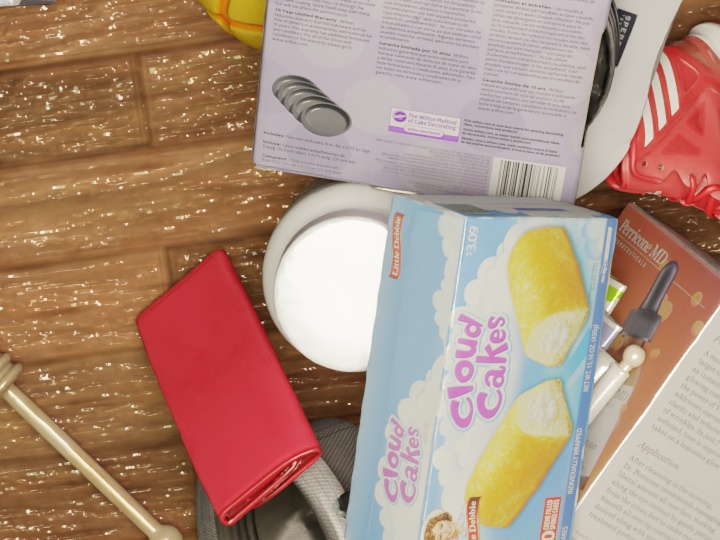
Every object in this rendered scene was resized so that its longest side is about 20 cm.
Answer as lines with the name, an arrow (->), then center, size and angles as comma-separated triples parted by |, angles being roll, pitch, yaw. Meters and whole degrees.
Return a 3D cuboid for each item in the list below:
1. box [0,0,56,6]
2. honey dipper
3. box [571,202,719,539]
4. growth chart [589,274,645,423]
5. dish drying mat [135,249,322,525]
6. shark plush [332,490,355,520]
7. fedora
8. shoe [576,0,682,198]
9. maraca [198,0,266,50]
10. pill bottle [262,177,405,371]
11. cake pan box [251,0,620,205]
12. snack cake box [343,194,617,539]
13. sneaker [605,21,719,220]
box -> -0.251, -0.258, 1.538 | 0.115, 0.132, 0.200 | -1, 97, 5
honey dipper -> -0.189, 0.113, 1.629 | 0.038, 0.038, 0.200 | -44, 96, 7
box -> 0.171, 0.086, 1.531 | 0.106, 0.152, 0.200 | 31, 97, -26
growth chart -> 0.104, 0.037, 1.537 | 0.018, 0.200, 0.145 | 30, 110, -33
dish drying mat -> -0.083, 0.069, 1.549 | 0.077, 0.200, 0.018 | -41, 129, 10
shark plush -> 0.047, 0.176, 1.502 | 0.091, 0.200, 0.083 | 33, 85, 25
fedora -> -0.021, 0.171, 1.580 | 0.090, 0.177, 0.200 | -23, 116, -34
shoe -> 0.145, -0.137, 1.501 | 0.071, 0.091, 0.200 | 22, 120, -1
maraca -> -0.050, -0.181, 1.539 | 0.107, 0.137, 0.200 | -19, 94, -17
pill bottle -> 0.000, 0.000, 1.519 | 0.114, 0.200, 0.114 | 0, 98, 3
cake pan box -> 0.044, -0.127, 1.424 | 0.200, 0.052, 0.184 | 9, 131, 4
snack cake box -> 0.066, 0.061, 1.410 | 0.115, 0.067, 0.200 | -1, 103, -39
sneaker -> 0.212, -0.042, 1.547 | 0.115, 0.078, 0.200 | -25, 81, -23
